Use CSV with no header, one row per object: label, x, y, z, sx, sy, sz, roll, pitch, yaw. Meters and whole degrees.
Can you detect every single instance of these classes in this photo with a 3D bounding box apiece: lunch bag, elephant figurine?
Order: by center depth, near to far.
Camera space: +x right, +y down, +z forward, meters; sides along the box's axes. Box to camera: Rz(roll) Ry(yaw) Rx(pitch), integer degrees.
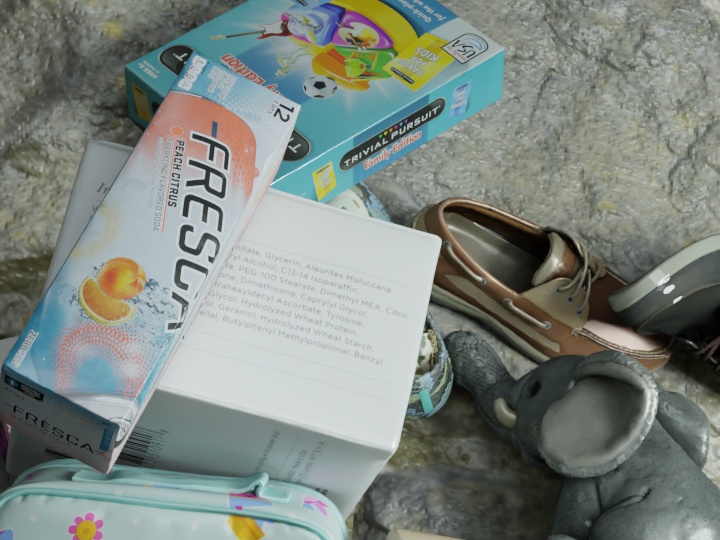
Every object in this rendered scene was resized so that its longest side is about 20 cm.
lunch bag,-0.101,0.180,1.039,0.199,0.077,0.161,6,93,3
elephant figurine,0.148,0.107,1.208,0.155,0.142,0.201,-4,70,-12

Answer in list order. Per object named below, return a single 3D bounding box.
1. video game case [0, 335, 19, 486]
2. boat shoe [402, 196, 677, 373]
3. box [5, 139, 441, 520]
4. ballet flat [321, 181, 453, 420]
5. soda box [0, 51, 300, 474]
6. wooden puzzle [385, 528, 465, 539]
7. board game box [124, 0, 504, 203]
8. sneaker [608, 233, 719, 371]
video game case,-0.117,0.118,1.186,0.181,0.036,0.200,-12,69,-20
boat shoe,0.121,0.011,1.286,0.200,0.072,0.076,21,61,-9
box,-0.081,0.049,1.093,0.199,0.199,0.131,15,64,-6
ballet flat,0.000,0.000,1.255,0.074,0.074,0.200,-25,72,-25
soda box,-0.101,-0.006,0.961,0.063,0.068,0.200,26,62,1
wooden puzzle,0.094,0.201,1.104,0.185,0.200,0.046,10,68,-3
board game box,-0.029,-0.124,1.294,0.200,0.047,0.151,-32,54,-28
sneaker,0.240,0.038,1.270,0.200,0.075,0.106,-5,66,-54
